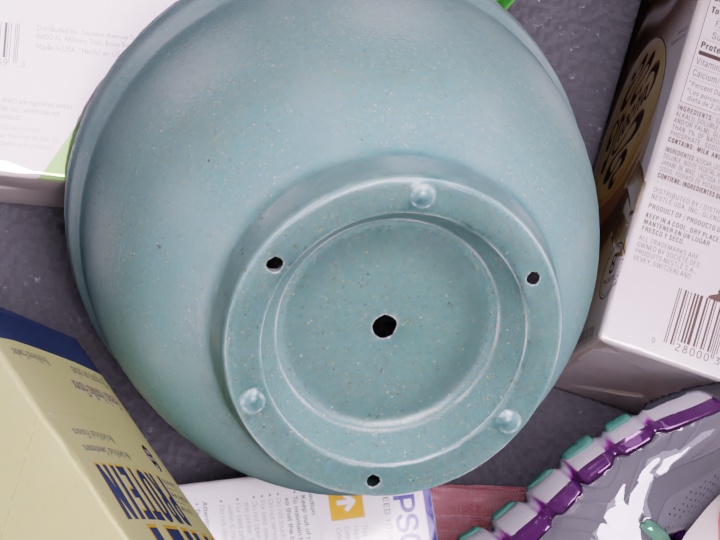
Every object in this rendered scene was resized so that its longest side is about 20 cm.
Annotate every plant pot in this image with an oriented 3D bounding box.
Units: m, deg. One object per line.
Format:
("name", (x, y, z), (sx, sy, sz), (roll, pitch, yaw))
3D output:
("plant pot", (0.000, 0.000, 0.964), (0.200, 0.134, 0.201), (-4, 113, -10))

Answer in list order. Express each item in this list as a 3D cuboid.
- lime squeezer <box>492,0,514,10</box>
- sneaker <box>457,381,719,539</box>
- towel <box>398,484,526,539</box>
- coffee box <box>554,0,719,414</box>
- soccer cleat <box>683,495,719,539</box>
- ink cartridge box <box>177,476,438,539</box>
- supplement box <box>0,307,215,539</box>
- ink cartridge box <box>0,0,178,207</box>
("lime squeezer", (0.017, -0.036, 1.068), (0.038, 0.071, 0.200), (2, 115, -47))
("sneaker", (0.079, 0.124, 0.982), (0.200, 0.074, 0.088), (-34, 61, 3))
("towel", (0.076, 0.187, 1.066), (0.144, 0.023, 0.201), (5, 82, -13))
("coffee box", (0.142, -0.046, 1.067), (0.080, 0.113, 0.201), (19, 77, -6))
("soccer cleat", (0.086, 0.159, 1.025), (0.076, 0.067, 0.200), (38, 66, 15))
("ink cartridge box", (-0.060, 0.180, 1.024), (0.199, 0.043, 0.197), (-6, 80, -13))
("supplement box", (-0.137, 0.151, 0.920), (0.200, 0.134, 0.200), (-37, 78, 4))
("ink cartridge box", (-0.118, -0.128, 1.047), (0.117, 0.067, 0.201), (6, 81, -12))
